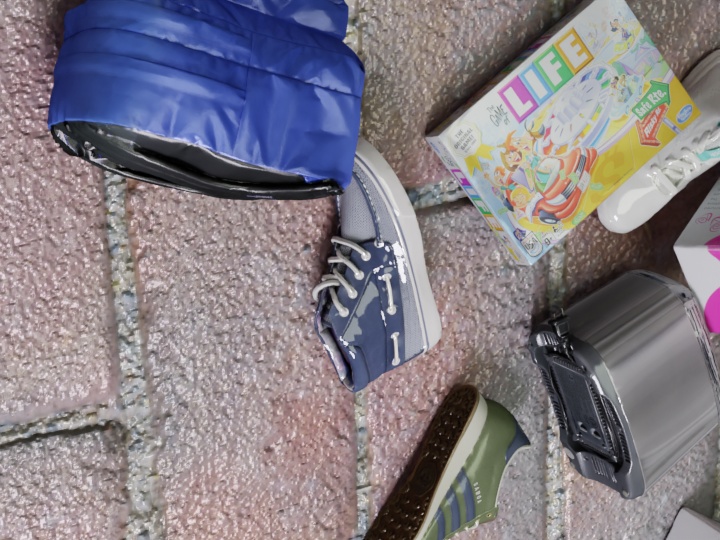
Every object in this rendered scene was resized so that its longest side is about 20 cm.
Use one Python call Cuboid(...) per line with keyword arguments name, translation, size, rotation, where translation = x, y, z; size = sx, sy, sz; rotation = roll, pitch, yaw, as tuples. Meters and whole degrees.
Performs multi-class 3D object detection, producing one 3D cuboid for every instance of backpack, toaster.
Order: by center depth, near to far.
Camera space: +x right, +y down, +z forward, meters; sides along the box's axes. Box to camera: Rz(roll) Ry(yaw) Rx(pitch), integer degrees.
Cuboid(name="backpack", translation=(-0.116, -0.137, 1.250), size=(0.198, 0.162, 0.170), rotation=(9, 82, -23))
Cuboid(name="toaster", translation=(0.234, 0.089, 1.556), size=(0.129, 0.113, 0.201), rotation=(-32, 116, -21))

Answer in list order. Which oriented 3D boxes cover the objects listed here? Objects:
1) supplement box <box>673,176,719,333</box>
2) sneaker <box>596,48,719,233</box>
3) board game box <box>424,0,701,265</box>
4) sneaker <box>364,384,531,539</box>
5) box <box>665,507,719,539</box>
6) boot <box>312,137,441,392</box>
Cuboid(name="supplement box", translation=(0.370, -0.044, 1.551), size=(0.200, 0.101, 0.104), rotation=(-49, 127, -34))
Cuboid(name="sneaker", translation=(0.285, -0.109, 1.528), size=(0.200, 0.088, 0.075), rotation=(-48, 125, -7))
Cuboid(name="board game box", translation=(0.168, -0.120, 1.465), size=(0.200, 0.034, 0.135), rotation=(-41, 103, -12))
Cuboid(name="sneaker", translation=(0.079, 0.205, 1.529), size=(0.089, 0.067, 0.201), rotation=(30, 87, -29))
Cuboid(name="box", translation=(0.371, 0.345, 1.726), size=(0.199, 0.106, 0.153), rotation=(28, 92, -34))
Cuboid(name="boot", translation=(0.000, 0.000, 1.409), size=(0.090, 0.073, 0.202), rotation=(-33, 121, -23))
